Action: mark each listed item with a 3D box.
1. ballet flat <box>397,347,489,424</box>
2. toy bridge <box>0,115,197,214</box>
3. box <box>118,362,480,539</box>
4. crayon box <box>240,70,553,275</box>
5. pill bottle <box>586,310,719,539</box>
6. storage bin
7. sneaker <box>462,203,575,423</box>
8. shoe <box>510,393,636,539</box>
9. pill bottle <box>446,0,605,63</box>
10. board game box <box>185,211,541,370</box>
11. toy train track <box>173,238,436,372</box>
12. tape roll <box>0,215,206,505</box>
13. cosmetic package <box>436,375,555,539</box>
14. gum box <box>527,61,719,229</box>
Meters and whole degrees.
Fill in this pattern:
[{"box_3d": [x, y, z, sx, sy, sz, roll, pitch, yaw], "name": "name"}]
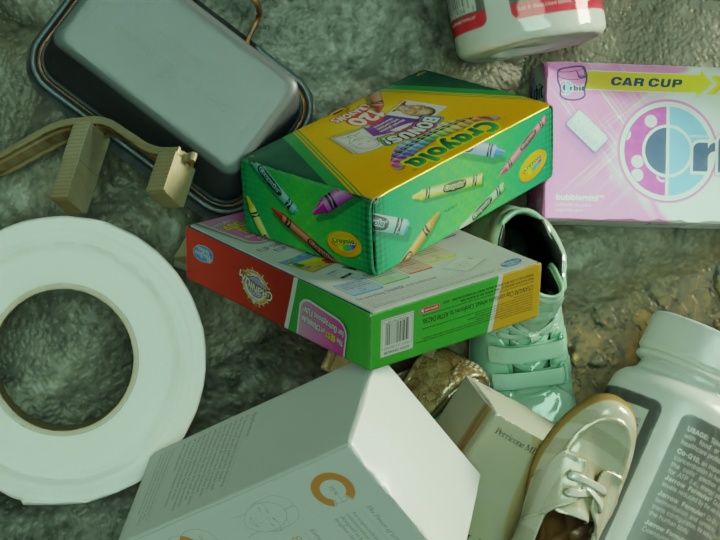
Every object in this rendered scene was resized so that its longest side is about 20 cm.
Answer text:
[{"box_3d": [0.007, 0.131, 1.708, 0.200, 0.071, 0.065, -42, 57, 0], "name": "ballet flat"}, {"box_3d": [-0.194, -0.073, 1.657, 0.199, 0.027, 0.067, -2, 60, 33], "name": "toy bridge"}, {"box_3d": [-0.040, 0.159, 1.584, 0.200, 0.098, 0.124, -25, 118, 29], "name": "box"}, {"box_3d": [0.028, -0.071, 1.643, 0.200, 0.119, 0.058, -29, 127, -42], "name": "crayon box"}, {"box_3d": [0.212, 0.138, 1.701, 0.113, 0.113, 0.201, 26, 85, -4], "name": "pill bottle"}, {"box_3d": [-0.124, -0.144, 1.672, 0.200, 0.134, 0.146, 37, 84, -4], "name": "storage bin"}, {"box_3d": [0.116, 0.051, 1.694, 0.073, 0.118, 0.201, -12, 89, -8], "name": "sneaker"}, {"box_3d": [0.136, 0.178, 1.613, 0.070, 0.053, 0.201, 20, 104, -25], "name": "shoe"}, {"box_3d": [0.105, -0.257, 1.715, 0.110, 0.111, 0.201, -10, 88, -7], "name": "pill bottle"}, {"box_3d": [0.000, 0.000, 1.623, 0.153, 0.200, 0.040, -15, 117, -37], "name": "board game box"}, {"box_3d": [-0.036, 0.012, 1.698, 0.199, 0.033, 0.115, 19, 45, 9], "name": "toy train track"}, {"box_3d": [-0.208, 0.062, 1.676, 0.202, 0.071, 0.203, 0, 90, -5], "name": "tape roll"}, {"box_3d": [0.069, 0.187, 1.666, 0.105, 0.071, 0.200, 28, 101, -23], "name": "cosmetic package"}, {"box_3d": [0.224, -0.089, 1.739, 0.199, 0.066, 0.114, 2, 88, -6], "name": "gum box"}]
